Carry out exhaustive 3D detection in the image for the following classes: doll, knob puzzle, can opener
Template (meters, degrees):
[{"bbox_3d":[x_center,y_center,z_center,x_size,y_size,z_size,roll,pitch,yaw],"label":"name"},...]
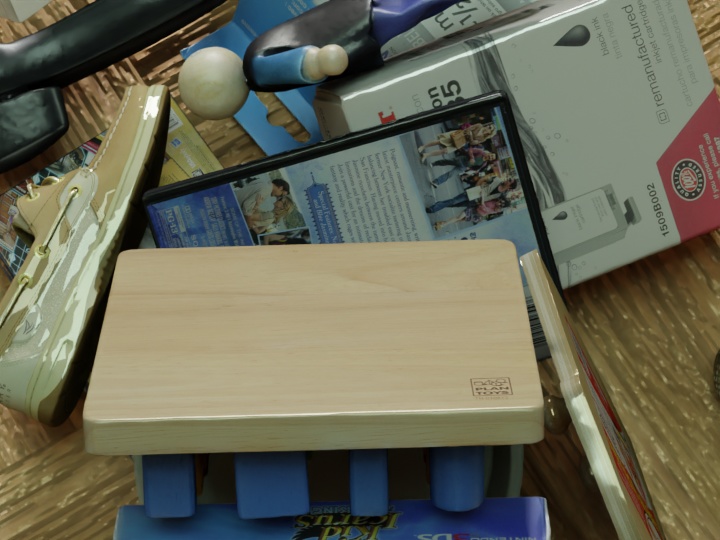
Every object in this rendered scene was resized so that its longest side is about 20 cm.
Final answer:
[{"bbox_3d":[-0.004,-0.130,1.296,0.199,0.136,0.049,-24,101,5],"label":"doll"},{"bbox_3d":[0.124,0.117,1.194,0.030,0.220,0.220,-22,66,7],"label":"knob puzzle"},{"bbox_3d":[-0.161,-0.125,1.385,0.199,0.063,0.079,-30,93,-1],"label":"can opener"}]

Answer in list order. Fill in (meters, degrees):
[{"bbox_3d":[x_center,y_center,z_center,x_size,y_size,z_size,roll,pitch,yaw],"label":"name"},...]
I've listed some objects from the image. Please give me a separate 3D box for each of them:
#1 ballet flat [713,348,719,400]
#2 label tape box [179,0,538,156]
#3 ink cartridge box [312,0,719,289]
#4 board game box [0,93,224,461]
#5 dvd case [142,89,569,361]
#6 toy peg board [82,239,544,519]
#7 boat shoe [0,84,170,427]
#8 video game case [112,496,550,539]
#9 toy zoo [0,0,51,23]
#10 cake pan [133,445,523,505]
[{"bbox_3d":[0.247,0.110,1.275,0.070,0.065,0.200,-28,68,-10],"label":"ballet flat"},{"bbox_3d":[0.013,-0.147,1.402,0.200,0.066,0.143,-36,69,-15],"label":"label tape box"},{"bbox_3d":[0.093,-0.064,1.318,0.199,0.083,0.147,-22,101,-8],"label":"ink cartridge box"},{"bbox_3d":[-0.108,0.013,1.350,0.135,0.035,0.200,-32,69,-12],"label":"board game box"},{"bbox_3d":[0.000,0.000,1.264,0.199,0.018,0.143,-15,101,6],"label":"dvd case"},{"bbox_3d":[-0.020,0.068,1.137,0.199,0.098,0.199,-2,22,0],"label":"toy peg board"},{"bbox_3d":[-0.157,-0.018,1.306,0.066,0.074,0.201,18,68,4],"label":"boat shoe"},{"bbox_3d":[-0.011,0.194,1.137,0.199,0.182,0.046,-1,30,2],"label":"video game case"},{"bbox_3d":[-0.208,-0.204,1.408,0.199,0.021,0.131,18,53,34],"label":"toy zoo"},{"bbox_3d":[-0.016,0.093,1.247,0.199,0.037,0.201,0,97,-1],"label":"cake pan"}]
